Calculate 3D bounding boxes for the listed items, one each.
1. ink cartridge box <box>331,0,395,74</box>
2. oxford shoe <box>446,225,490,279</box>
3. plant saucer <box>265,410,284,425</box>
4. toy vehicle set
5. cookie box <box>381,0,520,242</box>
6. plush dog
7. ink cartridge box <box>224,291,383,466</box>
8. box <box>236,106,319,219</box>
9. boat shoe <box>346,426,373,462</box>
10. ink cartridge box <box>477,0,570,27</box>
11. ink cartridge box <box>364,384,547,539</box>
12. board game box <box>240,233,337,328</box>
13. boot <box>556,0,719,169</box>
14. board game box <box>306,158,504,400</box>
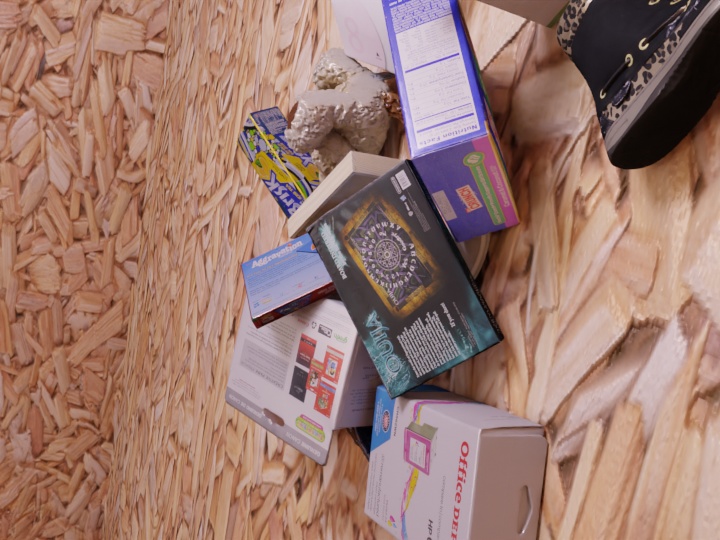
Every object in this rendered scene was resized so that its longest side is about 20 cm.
[{"bbox_3d":[0.018,-0.339,0.846,0.162,0.057,0.202,36,159,42],"label":"ink cartridge box"},{"bbox_3d":[0.081,0.001,0.804,0.201,0.056,0.077,-53,39,44],"label":"oxford shoe"},{"bbox_3d":[-0.089,0.151,1.061,0.195,0.032,0.207,-2,86,33],"label":"plant saucer"},{"bbox_3d":[-0.001,-0.084,0.909,0.199,0.121,0.027,-37,53,55],"label":"toy vehicle set"},{"bbox_3d":[0.089,-0.159,0.695,0.073,0.171,0.205,-15,64,15],"label":"cookie box"},{"bbox_3d":[-0.014,-0.179,0.977,0.174,0.156,0.203,104,-177,-46],"label":"plush dog"},{"bbox_3d":[-0.063,0.110,0.860,0.197,0.083,0.181,21,99,40],"label":"ink cartridge box"},{"bbox_3d":[-0.110,-0.153,1.109,0.202,0.064,0.070,56,140,11],"label":"box"},{"bbox_3d":[0.014,0.185,0.901,0.074,0.070,0.202,97,155,-46],"label":"boat shoe"},{"bbox_3d":[0.132,-0.294,0.600,0.145,0.195,0.049,-44,47,50],"label":"ink cartridge box"},{"bbox_3d":[0.088,0.208,0.721,0.199,0.083,0.149,6,90,62],"label":"ink cartridge box"},{"bbox_3d":[-0.043,-0.012,0.828,0.104,0.196,0.020,-114,-1,-48],"label":"board game box"},{"bbox_3d":[0.230,-0.199,0.528,0.205,0.072,0.157,-57,35,43],"label":"boot"},{"bbox_3d":[0.042,0.011,0.724,0.133,0.028,0.204,-29,84,21],"label":"board game box"}]
